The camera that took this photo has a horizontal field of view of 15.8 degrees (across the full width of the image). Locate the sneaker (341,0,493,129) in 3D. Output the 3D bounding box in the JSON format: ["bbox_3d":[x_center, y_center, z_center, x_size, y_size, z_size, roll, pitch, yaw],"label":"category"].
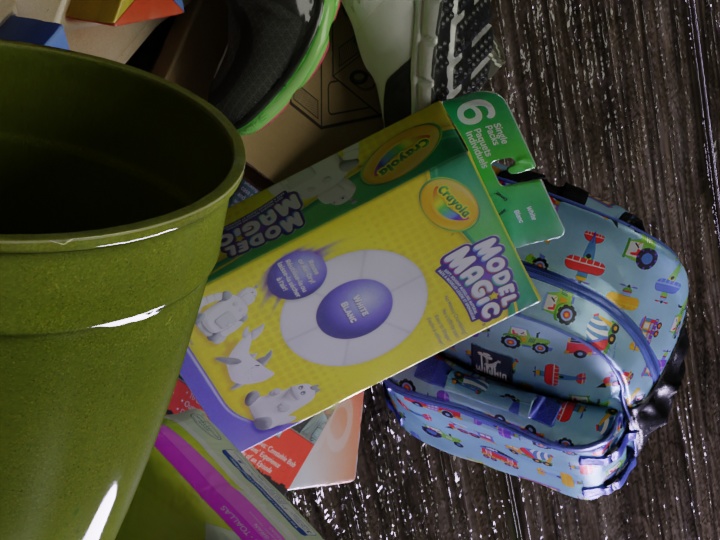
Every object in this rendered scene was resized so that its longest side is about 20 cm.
[{"bbox_3d":[0.016,-0.146,1.258,0.074,0.080,0.200,-43,134,-56],"label":"sneaker"}]

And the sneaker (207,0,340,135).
[{"bbox_3d":[-0.048,-0.161,1.183,0.077,0.084,0.200,-124,-138,-70],"label":"sneaker"}]

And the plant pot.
[{"bbox_3d":[-0.153,0.035,0.992,0.200,0.200,0.193,-27,131,-53],"label":"plant pot"}]

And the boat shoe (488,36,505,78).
[{"bbox_3d":[0.026,-0.187,1.372,0.202,0.060,0.072,58,8,-13],"label":"boat shoe"}]

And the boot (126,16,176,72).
[{"bbox_3d":[-0.058,-0.119,1.334,0.131,0.068,0.200,46,60,-59],"label":"boot"}]

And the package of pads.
[{"bbox_3d":[-0.094,0.180,1.199,0.068,0.155,0.200,-7,135,-54],"label":"package of pads"}]

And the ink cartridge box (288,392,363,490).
[{"bbox_3d":[-0.061,0.036,1.377,0.200,0.050,0.162,-1,98,-61],"label":"ink cartridge box"}]

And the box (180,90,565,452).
[{"bbox_3d":[0.000,0.000,1.260,0.200,0.048,0.117,-29,133,1],"label":"box"}]

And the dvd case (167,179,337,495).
[{"bbox_3d":[-0.054,0.030,1.336,0.146,0.022,0.200,37,81,-43],"label":"dvd case"}]

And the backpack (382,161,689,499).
[{"bbox_3d":[0.093,0.026,1.460,0.200,0.182,0.135,77,35,-69],"label":"backpack"}]

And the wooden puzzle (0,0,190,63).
[{"bbox_3d":[-0.134,-0.132,1.104,0.200,0.046,0.185,-51,145,-37],"label":"wooden puzzle"}]

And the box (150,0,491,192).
[{"bbox_3d":[-0.010,-0.127,1.286,0.163,0.021,0.200,37,65,-35],"label":"box"}]
